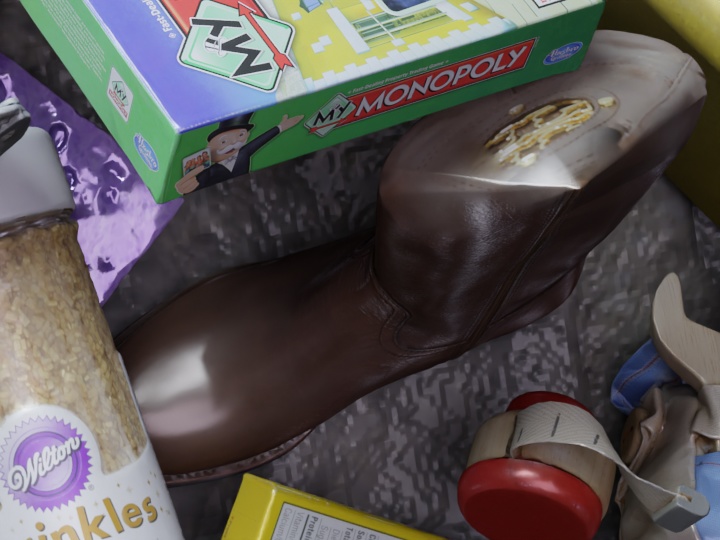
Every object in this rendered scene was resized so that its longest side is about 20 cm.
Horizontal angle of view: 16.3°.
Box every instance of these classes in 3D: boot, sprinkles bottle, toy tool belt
[{"bbox_3d":[0.000,0.000,0.744,0.186,0.200,0.064,-25,82,-12],"label":"boot"},{"bbox_3d":[-0.094,0.060,0.756,0.068,0.068,0.201,-19,87,-9],"label":"sprinkles bottle"},{"bbox_3d":[0.131,0.062,0.830,0.199,0.125,0.123,25,56,-13],"label":"toy tool belt"}]

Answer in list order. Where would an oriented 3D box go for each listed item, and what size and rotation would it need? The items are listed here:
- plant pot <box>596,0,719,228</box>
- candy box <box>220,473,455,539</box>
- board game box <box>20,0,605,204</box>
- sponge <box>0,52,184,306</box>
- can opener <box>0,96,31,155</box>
[{"bbox_3d":[0.126,-0.140,0.779,0.176,0.200,0.200,35,86,2],"label":"plant pot"},{"bbox_3d":[-0.027,0.174,0.820,0.102,0.026,0.201,22,88,-36],"label":"candy box"},{"bbox_3d":[-0.044,-0.115,0.674,0.134,0.029,0.200,-19,60,-31],"label":"board game box"},{"bbox_3d":[-0.168,-0.041,0.801,0.200,0.030,0.112,38,84,-10],"label":"sponge"},{"bbox_3d":[-0.177,0.005,0.699,0.200,0.053,0.067,-38,90,1],"label":"can opener"}]
